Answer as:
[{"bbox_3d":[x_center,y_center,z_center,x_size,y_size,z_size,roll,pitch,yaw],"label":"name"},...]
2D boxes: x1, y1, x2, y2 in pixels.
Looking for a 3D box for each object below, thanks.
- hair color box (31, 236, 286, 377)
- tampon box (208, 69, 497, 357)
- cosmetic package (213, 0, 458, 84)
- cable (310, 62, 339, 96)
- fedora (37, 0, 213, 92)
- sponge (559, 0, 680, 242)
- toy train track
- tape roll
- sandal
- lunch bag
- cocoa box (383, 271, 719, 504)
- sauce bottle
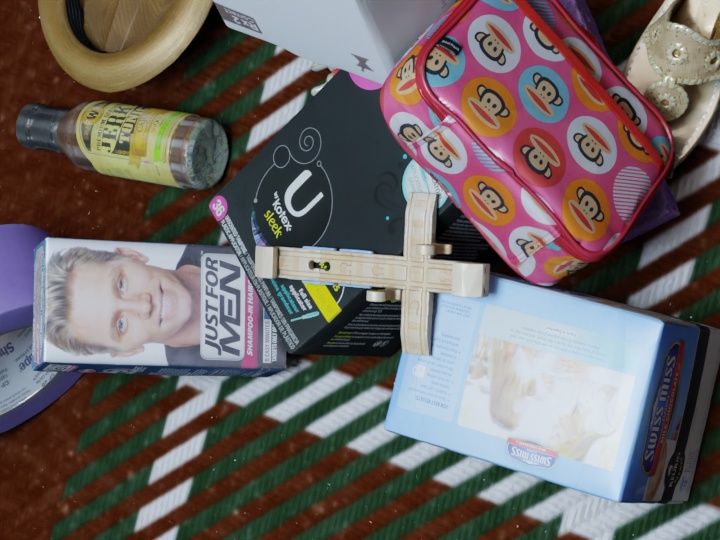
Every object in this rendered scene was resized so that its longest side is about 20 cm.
[{"bbox_3d":[-0.160,0.031,1.618,0.060,0.198,0.101,154,116,-70],"label":"hair color box"},{"bbox_3d":[0.014,-0.051,1.547,0.200,0.126,0.151,-44,63,27],"label":"tampon box"},{"bbox_3d":[-0.008,-0.272,1.451,0.164,0.165,0.201,22,69,29],"label":"cosmetic package"},{"bbox_3d":[0.045,-0.185,1.592,0.199,0.097,0.050,-29,114,28],"label":"cable"},{"bbox_3d":[-0.182,-0.243,1.729,0.199,0.082,0.203,-7,74,27],"label":"fedora"},{"bbox_3d":[0.156,-0.106,1.547,0.111,0.030,0.202,-30,71,24],"label":"sponge"},{"bbox_3d":[0.000,0.000,1.458,0.198,0.032,0.116,5,95,35],"label":"toy train track"},{"bbox_3d":[-0.321,0.058,1.697,0.200,0.199,0.085,-43,66,17],"label":"tape roll"},{"bbox_3d":[0.239,-0.178,1.468,0.077,0.070,0.213,26,89,21],"label":"sandal"},{"bbox_3d":[0.126,-0.109,1.432,0.200,0.176,0.082,46,144,-8],"label":"lunch bag"},{"bbox_3d":[0.140,0.081,1.468,0.198,0.131,0.135,15,91,30],"label":"cocoa box"},{"bbox_3d":[-0.209,-0.111,1.735,0.198,0.065,0.065,9,87,30],"label":"sauce bottle"}]
